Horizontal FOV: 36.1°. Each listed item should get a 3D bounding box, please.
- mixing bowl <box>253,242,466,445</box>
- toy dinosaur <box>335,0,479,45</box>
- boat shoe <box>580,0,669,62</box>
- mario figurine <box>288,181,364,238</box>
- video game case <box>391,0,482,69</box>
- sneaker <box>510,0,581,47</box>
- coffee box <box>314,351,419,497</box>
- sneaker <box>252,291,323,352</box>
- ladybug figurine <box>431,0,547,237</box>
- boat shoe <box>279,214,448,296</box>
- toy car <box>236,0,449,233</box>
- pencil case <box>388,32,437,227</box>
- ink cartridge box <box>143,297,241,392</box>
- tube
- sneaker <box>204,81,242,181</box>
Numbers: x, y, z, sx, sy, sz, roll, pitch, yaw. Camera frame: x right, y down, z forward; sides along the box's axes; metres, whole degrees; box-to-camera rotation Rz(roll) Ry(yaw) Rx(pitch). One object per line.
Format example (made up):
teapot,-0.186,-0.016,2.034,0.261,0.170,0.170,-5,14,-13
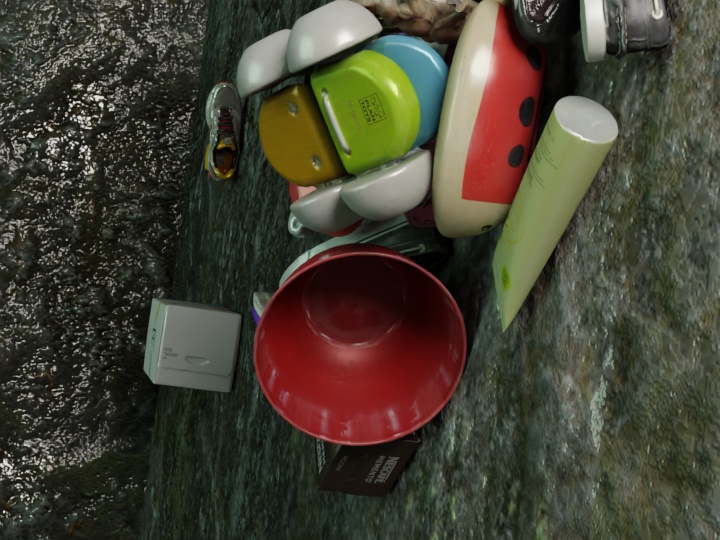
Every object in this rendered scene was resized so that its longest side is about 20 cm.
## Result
mixing bowl,-0.003,0.051,1.053,0.109,0.196,0.203,-99,23,-63
toy dinosaur,0.059,-0.238,1.016,0.136,0.197,0.087,110,-179,-64
boat shoe,0.183,-0.241,0.786,0.074,0.059,0.203,71,-162,-63
mario figurine,-0.012,-0.096,1.145,0.201,0.104,0.125,-72,-4,-53
video game case,0.067,-0.225,1.181,0.182,0.035,0.203,-114,35,-56
sneaker,0.150,-0.256,0.897,0.115,0.074,0.204,137,148,-71
coffee box,-0.001,0.123,1.182,0.114,0.078,0.203,117,155,-45
sneaker,-0.086,0.092,1.221,0.200,0.068,0.101,-125,44,-68
ladybug figurine,0.108,-0.122,0.908,0.136,0.071,0.204,-44,-36,-66
boat shoe,0.000,0.000,1.128,0.198,0.070,0.065,-28,60,26
toy car,0.001,-0.139,0.952,0.199,0.149,0.178,-10,106,56
pencil case,0.051,-0.138,1.060,0.083,0.085,0.202,89,161,-55
ink cartridge box,-0.317,0.137,2.069,0.200,0.145,0.148,-171,89,-72
tube,0.139,-0.043,0.865,0.052,0.058,0.202,38,139,17
sneaker,-0.268,-0.277,2.227,0.082,0.076,0.204,-147,56,-66
